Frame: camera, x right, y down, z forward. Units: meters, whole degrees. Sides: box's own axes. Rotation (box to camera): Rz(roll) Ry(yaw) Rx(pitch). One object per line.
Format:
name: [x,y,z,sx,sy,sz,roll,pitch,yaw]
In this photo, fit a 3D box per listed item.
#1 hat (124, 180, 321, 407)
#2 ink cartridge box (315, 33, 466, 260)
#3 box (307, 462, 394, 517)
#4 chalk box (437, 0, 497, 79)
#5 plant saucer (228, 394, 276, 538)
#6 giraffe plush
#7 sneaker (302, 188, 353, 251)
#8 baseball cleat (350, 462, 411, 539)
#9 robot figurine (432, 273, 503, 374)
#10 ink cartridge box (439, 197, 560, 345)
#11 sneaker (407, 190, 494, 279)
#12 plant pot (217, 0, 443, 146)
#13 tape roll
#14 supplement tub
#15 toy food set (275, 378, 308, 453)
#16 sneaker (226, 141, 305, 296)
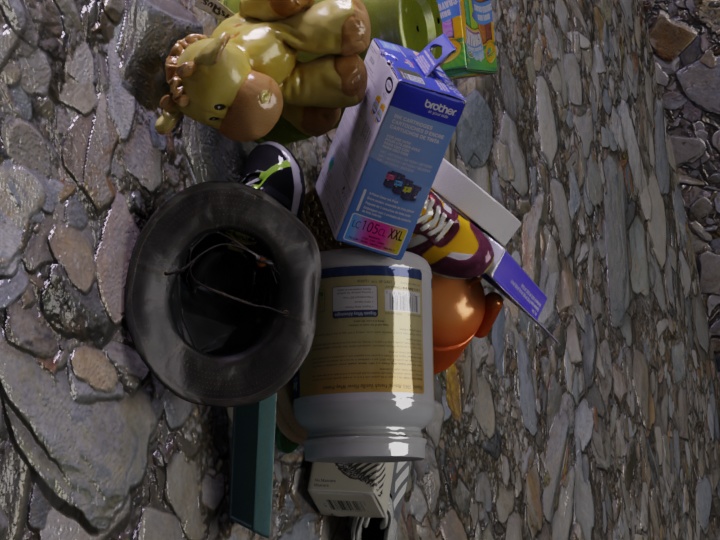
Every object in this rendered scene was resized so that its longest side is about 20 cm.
hat: [-0.132,0.024,1.277,0.081,0.198,0.204,164,-73,-69]
ink cartridge box: [0.031,-0.133,1.342,0.137,0.075,0.202,-112,-140,-62]
box: [0.000,0.170,1.555,0.069,0.081,0.202,67,26,-54]
chalk box: [0.093,-0.294,1.734,0.125,0.122,0.203,-17,100,-65]
plant saucer: [-0.103,0.149,1.330,0.019,0.070,0.203,1,93,-29]
giraffe plush: [-0.106,-0.187,1.295,0.162,0.198,0.174,-50,154,-51]
sneaker: [0.000,0.000,1.579,0.202,0.067,0.090,67,17,5]
baseball cleat: [0.025,0.246,1.593,0.107,0.069,0.203,96,-4,-73]
robot figurine: [0.086,0.054,1.679,0.117,0.143,0.200,-58,177,-26]
ink cartridge box: [0.160,-0.007,1.700,0.043,0.200,0.198,-48,152,2]
sneaker: [0.063,-0.062,1.577,0.075,0.199,0.090,-54,164,-15]
plant pot: [-0.020,-0.241,1.469,0.200,0.191,0.203,-6,90,-66]
tape roll: [0.106,-0.103,1.679,0.037,0.202,0.203,-51,151,3]
supplement tub: [0.003,0.088,1.390,0.144,0.143,0.203,22,65,-64]
toy food set: [-0.068,0.089,1.466,0.199,0.048,0.202,59,34,-46]
sneaker: [-0.106,-0.053,1.380,0.082,0.071,0.202,26,48,-38]
